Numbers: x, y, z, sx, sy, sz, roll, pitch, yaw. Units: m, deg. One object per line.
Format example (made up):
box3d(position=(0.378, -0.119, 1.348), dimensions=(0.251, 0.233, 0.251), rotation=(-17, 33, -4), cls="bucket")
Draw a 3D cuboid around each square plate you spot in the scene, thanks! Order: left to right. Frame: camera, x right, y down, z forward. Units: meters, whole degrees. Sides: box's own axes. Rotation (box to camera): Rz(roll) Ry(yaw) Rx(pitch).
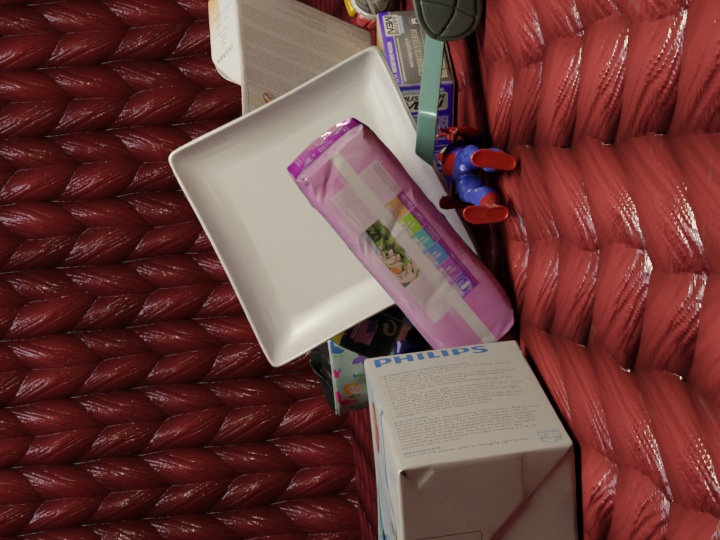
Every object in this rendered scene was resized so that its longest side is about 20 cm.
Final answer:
box3d(position=(-0.029, -0.052, 1.535), dimensions=(0.200, 0.198, 0.028), rotation=(63, -178, -1), cls="square plate")

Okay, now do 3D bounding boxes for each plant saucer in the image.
box3d(position=(0.061, -0.187, 1.509), dimensions=(0.070, 0.019, 0.202), rotation=(92, -175, -59), cls="plant saucer")

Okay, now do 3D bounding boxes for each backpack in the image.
box3d(position=(0.010, 0.044, 1.889), dimensions=(0.201, 0.149, 0.179), rotation=(-90, -4, -48), cls="backpack")

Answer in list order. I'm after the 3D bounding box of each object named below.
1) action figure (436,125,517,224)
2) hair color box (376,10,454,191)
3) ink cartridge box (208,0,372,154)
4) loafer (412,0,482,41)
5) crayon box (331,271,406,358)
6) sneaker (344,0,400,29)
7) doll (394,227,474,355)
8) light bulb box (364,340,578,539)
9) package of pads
box3d(position=(0.083, -0.078, 1.436), dimensions=(0.200, 0.051, 0.066), rotation=(-106, 19, -81), cls="action figure")
box3d(position=(0.050, -0.130, 1.725), dimensions=(0.110, 0.064, 0.201), rotation=(-99, 7, -46), cls="hair color box")
box3d(position=(-0.055, -0.154, 1.658), dimensions=(0.050, 0.161, 0.202), rotation=(-38, 45, 42), cls="ink cartridge box")
box3d(position=(0.059, -0.272, 1.404), dimensions=(0.063, 0.071, 0.201), rotation=(-92, -2, -49), cls="loafer")
box3d(position=(0.000, 0.000, 1.651), dimensions=(0.128, 0.050, 0.200), rotation=(-67, 19, 2), cls="crayon box")
box3d(position=(0.007, -0.366, 1.991), dimensions=(0.082, 0.077, 0.202), rotation=(108, 147, -70), cls="sneaker")
box3d(position=(0.059, 0.030, 1.658), dimensions=(0.137, 0.048, 0.201), rotation=(-54, -14, -45), cls="doll")
box3d(position=(0.079, 0.180, 1.326), dimensions=(0.200, 0.123, 0.201), rotation=(-111, 16, -71), cls="light bulb box")
box3d(position=(0.032, -0.025, 1.448), dimensions=(0.200, 0.076, 0.121), rotation=(49, 180, -12), cls="package of pads")
